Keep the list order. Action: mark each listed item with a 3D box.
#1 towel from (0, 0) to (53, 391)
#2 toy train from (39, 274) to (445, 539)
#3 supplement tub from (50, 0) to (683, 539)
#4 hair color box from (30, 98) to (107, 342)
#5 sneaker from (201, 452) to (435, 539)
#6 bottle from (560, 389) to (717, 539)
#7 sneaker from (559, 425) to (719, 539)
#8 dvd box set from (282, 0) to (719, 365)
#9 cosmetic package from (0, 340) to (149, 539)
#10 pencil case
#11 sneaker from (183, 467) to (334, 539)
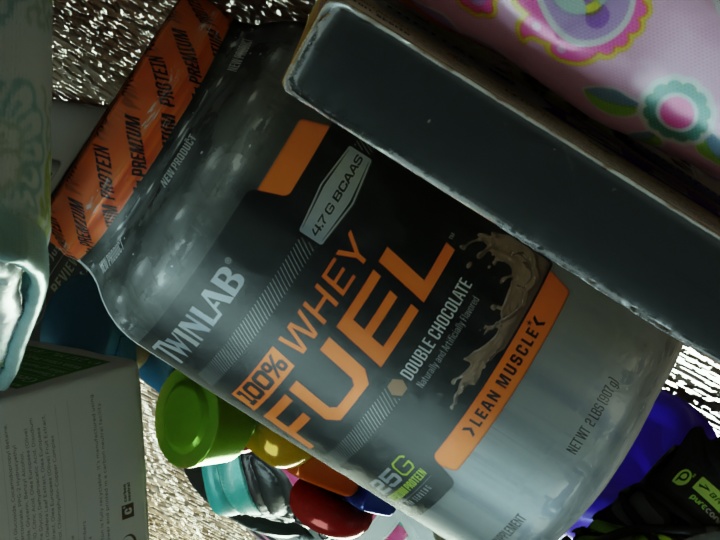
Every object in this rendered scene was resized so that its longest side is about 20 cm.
[{"bbox_3d":[-0.131,-0.058,0.962,0.048,0.172,0.200,0,164,-12],"label":"towel"},{"bbox_3d":[-0.025,0.059,1.097,0.115,0.085,0.200,7,-159,-45],"label":"toy train"},{"bbox_3d":[0.000,0.000,0.976,0.200,0.123,0.123,32,161,-6],"label":"supplement tub"},{"bbox_3d":[-0.182,-0.026,1.211,0.200,0.102,0.061,14,154,41],"label":"hair color box"},{"bbox_3d":[-0.003,0.095,1.268,0.120,0.084,0.200,5,141,42],"label":"sneaker"},{"bbox_3d":[0.119,0.114,1.168,0.083,0.065,0.200,13,155,26],"label":"bottle"},{"bbox_3d":[0.098,0.097,0.996,0.071,0.199,0.083,38,136,25],"label":"sneaker"},{"bbox_3d":[0.049,-0.037,0.810,0.146,0.029,0.200,32,-170,-5],"label":"dvd box set"},{"bbox_3d":[-0.182,0.085,1.039,0.107,0.085,0.200,8,-165,41],"label":"cosmetic package"},{"bbox_3d":[0.099,-0.061,0.746,0.200,0.088,0.087,32,161,-3],"label":"pencil case"},{"bbox_3d":[0.012,0.122,1.360,0.200,0.080,0.086,37,173,6],"label":"sneaker"}]
